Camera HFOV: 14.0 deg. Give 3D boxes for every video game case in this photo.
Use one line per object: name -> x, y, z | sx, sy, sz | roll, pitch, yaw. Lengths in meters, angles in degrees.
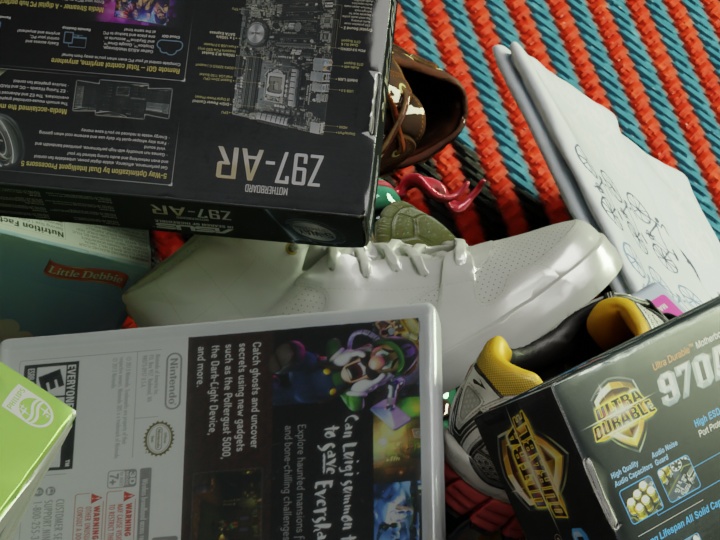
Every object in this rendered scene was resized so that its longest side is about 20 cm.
video game case -> -0.057, 0.106, 1.130 | 0.181, 0.023, 0.201 | -5, 54, 7

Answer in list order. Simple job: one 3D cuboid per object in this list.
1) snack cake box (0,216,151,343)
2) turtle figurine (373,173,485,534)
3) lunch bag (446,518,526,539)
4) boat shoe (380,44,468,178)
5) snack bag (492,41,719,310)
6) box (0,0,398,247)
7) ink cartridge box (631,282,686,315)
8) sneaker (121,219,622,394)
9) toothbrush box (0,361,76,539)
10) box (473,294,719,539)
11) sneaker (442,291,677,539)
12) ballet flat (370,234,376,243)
snack cake box -> -0.195, -0.040, 1.263 | 0.199, 0.067, 0.115 | 14, 42, -21
turtle figurine -> 0.018, 0.029, 1.314 | 0.149, 0.101, 0.201 | -4, 55, -38
lunch bag -> 0.105, 0.177, 1.172 | 0.200, 0.127, 0.169 | 48, 40, 11
boat shoe -> -0.002, -0.077, 1.381 | 0.070, 0.071, 0.200 | 9, 12, 17
snack bag -> 0.152, -0.010, 1.438 | 0.200, 0.021, 0.189 | 31, 28, -51
box -> -0.086, -0.099, 1.195 | 0.199, 0.044, 0.161 | 5, 73, 3
ink cartridge box -> 0.166, 0.115, 1.296 | 0.200, 0.120, 0.042 | 44, 46, 16
sneaker -> 0.000, 0.000, 1.216 | 0.116, 0.199, 0.074 | 63, 2, -7
toothbrush box -> -0.226, 0.066, 1.061 | 0.200, 0.146, 0.086 | 34, 38, 1
box -> 0.150, 0.092, 1.121 | 0.200, 0.046, 0.160 | -23, 89, -44
sneaker -> 0.124, 0.051, 1.188 | 0.199, 0.082, 0.078 | -12, 40, -32
ballet flat -> -0.071, -0.053, 1.274 | 0.200, 0.067, 0.046 | 40, 2, 1
